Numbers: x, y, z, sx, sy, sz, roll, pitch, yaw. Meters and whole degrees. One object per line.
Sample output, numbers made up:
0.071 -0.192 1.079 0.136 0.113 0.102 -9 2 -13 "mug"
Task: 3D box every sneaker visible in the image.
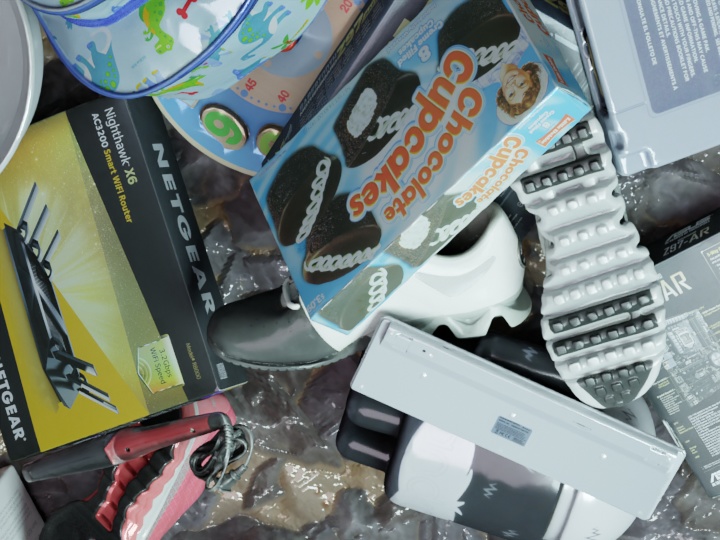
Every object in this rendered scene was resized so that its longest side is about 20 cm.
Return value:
0.133 -0.018 1.331 0.074 0.081 0.202 -12 107 10 "sneaker"
-0.144 0.160 1.526 0.074 0.086 0.201 45 114 30 "sneaker"
0.000 0.000 1.364 0.198 0.074 0.089 -12 125 -3 "sneaker"

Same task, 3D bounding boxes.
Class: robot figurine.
0.089 0.103 1.434 0.198 0.150 0.126 17 92 2 "robot figurine"

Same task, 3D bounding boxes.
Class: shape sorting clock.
-0.045 -0.147 1.398 0.198 0.039 0.202 5 114 10 "shape sorting clock"

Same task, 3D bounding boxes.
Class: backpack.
-0.126 -0.202 1.298 0.183 0.147 0.201 -36 77 24 "backpack"

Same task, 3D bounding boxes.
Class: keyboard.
0.093 0.089 1.354 0.199 0.011 0.057 24 126 -2 "keyboard"

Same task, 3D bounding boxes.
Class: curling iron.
-0.149 0.122 1.459 0.199 0.025 0.050 -8 80 37 "curling iron"

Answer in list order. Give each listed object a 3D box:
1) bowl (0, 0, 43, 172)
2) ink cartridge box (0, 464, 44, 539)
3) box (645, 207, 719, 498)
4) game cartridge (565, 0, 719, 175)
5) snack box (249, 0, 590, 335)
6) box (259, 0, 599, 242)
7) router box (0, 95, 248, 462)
-0.274 -0.135 1.410 0.199 0.090 0.203 4 101 19 "bowl"
-0.250 0.260 1.558 0.082 0.147 0.201 -19 108 22 "ink cartridge box"
0.265 0.031 1.408 0.199 0.044 0.161 -29 105 21 "box"
0.184 -0.170 1.313 0.132 0.041 0.202 -18 106 -5 "game cartridge"
0.030 -0.071 1.291 0.200 0.117 0.037 -43 139 21 "snack box"
0.053 -0.091 1.378 0.157 0.051 0.201 26 116 -17 "box"
-0.178 0.003 1.449 0.156 0.052 0.202 -20 87 19 "router box"
